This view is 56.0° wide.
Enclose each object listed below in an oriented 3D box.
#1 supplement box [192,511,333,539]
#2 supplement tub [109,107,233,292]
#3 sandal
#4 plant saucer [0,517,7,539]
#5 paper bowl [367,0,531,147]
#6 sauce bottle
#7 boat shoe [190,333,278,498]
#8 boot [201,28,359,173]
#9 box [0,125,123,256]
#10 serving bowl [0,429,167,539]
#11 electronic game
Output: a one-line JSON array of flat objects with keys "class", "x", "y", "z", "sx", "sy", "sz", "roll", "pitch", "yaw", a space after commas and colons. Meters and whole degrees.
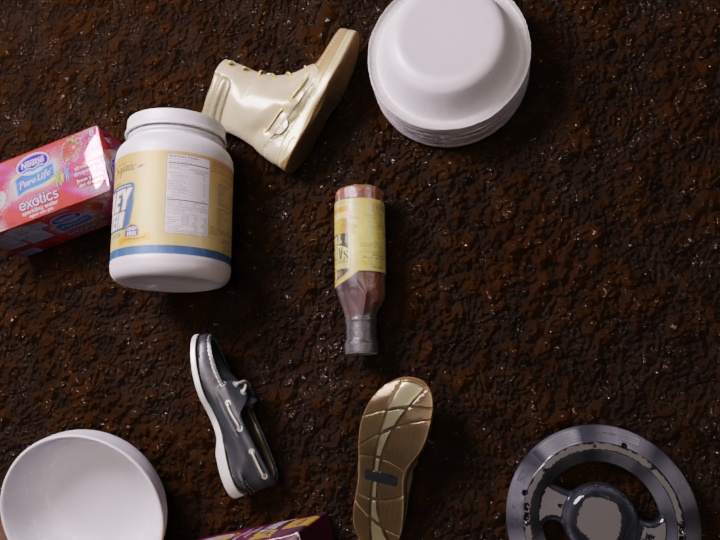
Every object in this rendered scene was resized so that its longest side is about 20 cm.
[{"class": "supplement box", "x": -0.133, "y": 0.346, "z": 0.744, "sx": 0.198, "sy": 0.131, "sz": 0.104, "roll": -14, "pitch": 77, "yaw": 8}, {"class": "supplement tub", "x": -0.231, "y": -0.082, "z": 0.838, "sx": 0.143, "sy": 0.145, "sz": 0.202, "roll": -3, "pitch": 79, "yaw": 11}, {"class": "sandal", "x": 0.037, "y": 0.217, "z": 0.779, "sx": 0.080, "sy": 0.054, "sz": 0.202, "roll": 12, "pitch": 96, "yaw": 19}, {"class": "plant saucer", "x": -0.521, "y": 0.407, "z": 0.861, "sx": 0.198, "sy": 0.037, "sz": 0.202, "roll": -2, "pitch": 78, "yaw": 12}, {"class": "paper bowl", "x": 0.107, "y": -0.262, "z": 0.825, "sx": 0.199, "sy": 0.104, "sz": 0.203, "roll": -2, "pitch": 78, "yaw": 10}, {"class": "sauce bottle", "x": 0.000, "y": 0.000, "z": 0.816, "sx": 0.065, "sy": 0.066, "sz": 0.202, "roll": -3, "pitch": 77, "yaw": 11}, {"class": "boat shoe", "x": -0.150, "y": 0.167, "z": 0.815, "sx": 0.060, "sy": 0.076, "sz": 0.202, "roll": -19, "pitch": 88, "yaw": 8}, {"class": "boot", "x": -0.104, "y": -0.248, "z": 0.881, "sx": 0.155, "sy": 0.073, "sz": 0.201, "roll": 30, "pitch": 92, "yaw": 12}, {"class": "box", "x": -0.399, "y": -0.102, "z": 0.899, "sx": 0.198, "sy": 0.100, "sz": 0.096, "roll": -19, "pitch": 76, "yaw": 8}, {"class": "serving bowl", "x": -0.322, "y": 0.280, "z": 0.815, "sx": 0.198, "sy": 0.066, "sz": 0.202, "roll": 1, "pitch": 101, "yaw": 4}, {"class": "electronic game", "x": 0.257, "y": 0.268, "z": 0.725, "sx": 0.198, "sy": 0.042, "sz": 0.202, "roll": -3, "pitch": 78, "yaw": 13}]
